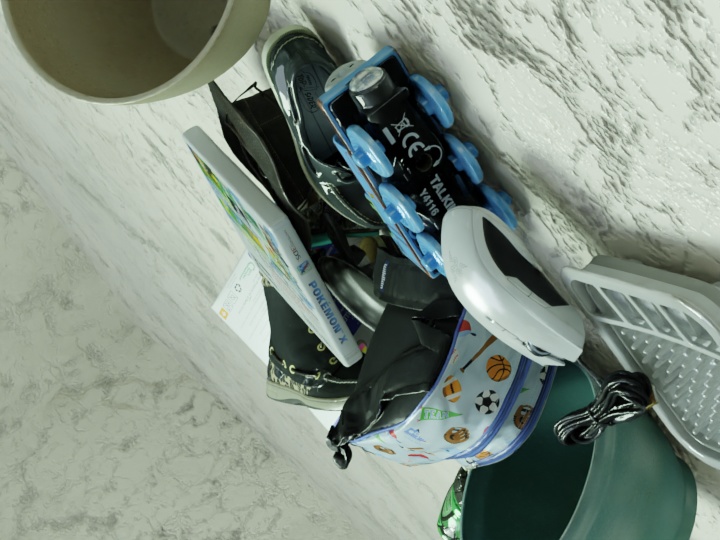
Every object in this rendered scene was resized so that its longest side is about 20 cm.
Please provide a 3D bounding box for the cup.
[{"bbox_3d":[-0.143,-0.214,1.115,0.200,0.200,0.143,42,-165,19],"label":"cup"}]

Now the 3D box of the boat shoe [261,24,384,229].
[{"bbox_3d":[-0.012,-0.105,1.215,0.066,0.074,0.200,49,165,58],"label":"boat shoe"}]

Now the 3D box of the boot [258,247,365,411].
[{"bbox_3d":[-0.036,0.057,1.492,0.203,0.073,0.154,0,98,53],"label":"boot"}]

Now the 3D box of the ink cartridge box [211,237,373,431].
[{"bbox_3d":[-0.047,0.038,1.595,0.200,0.047,0.198,43,127,13],"label":"ink cartridge box"}]

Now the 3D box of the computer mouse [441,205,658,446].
[{"bbox_3d":[0.118,0.041,1.063,0.200,0.044,0.110,48,151,-4],"label":"computer mouse"}]

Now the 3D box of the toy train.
[{"bbox_3d":[0.038,-0.076,1.121,0.200,0.087,0.114,55,171,-32],"label":"toy train"}]

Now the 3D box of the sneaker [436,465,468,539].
[{"bbox_3d":[0.131,0.219,1.551,0.078,0.085,0.200,42,-150,14],"label":"sneaker"}]

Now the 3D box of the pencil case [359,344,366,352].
[{"bbox_3d":[-0.040,0.023,1.678,0.200,0.088,0.088,42,167,24],"label":"pencil case"}]

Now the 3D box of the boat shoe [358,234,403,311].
[{"bbox_3d":[0.055,0.056,1.470,0.073,0.065,0.200,-22,87,64],"label":"boat shoe"}]

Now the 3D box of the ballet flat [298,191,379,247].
[{"bbox_3d":[-0.026,-0.059,1.436,0.072,0.072,0.200,49,163,-11],"label":"ballet flat"}]

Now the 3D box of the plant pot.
[{"bbox_3d":[0.191,0.189,1.243,0.134,0.201,0.200,23,175,-19],"label":"plant pot"}]

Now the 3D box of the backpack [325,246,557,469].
[{"bbox_3d":[0.077,0.077,1.240,0.154,0.200,0.190,17,165,-11],"label":"backpack"}]

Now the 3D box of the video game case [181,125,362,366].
[{"bbox_3d":[-0.082,-0.024,1.374,0.200,0.022,0.182,45,167,49],"label":"video game case"}]

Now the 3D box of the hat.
[{"bbox_3d":[-0.064,-0.113,1.323,0.201,0.081,0.201,56,173,10],"label":"hat"}]

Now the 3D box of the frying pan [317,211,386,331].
[{"bbox_3d":[-0.010,-0.003,1.379,0.115,0.031,0.190,18,149,51],"label":"frying pan"}]

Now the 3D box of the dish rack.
[{"bbox_3d":[0.234,0.066,1.003,0.200,0.044,0.172,53,165,-23],"label":"dish rack"}]

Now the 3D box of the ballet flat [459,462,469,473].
[{"bbox_3d":[0.129,0.165,1.413,0.200,0.067,0.068,17,-140,-61],"label":"ballet flat"}]
